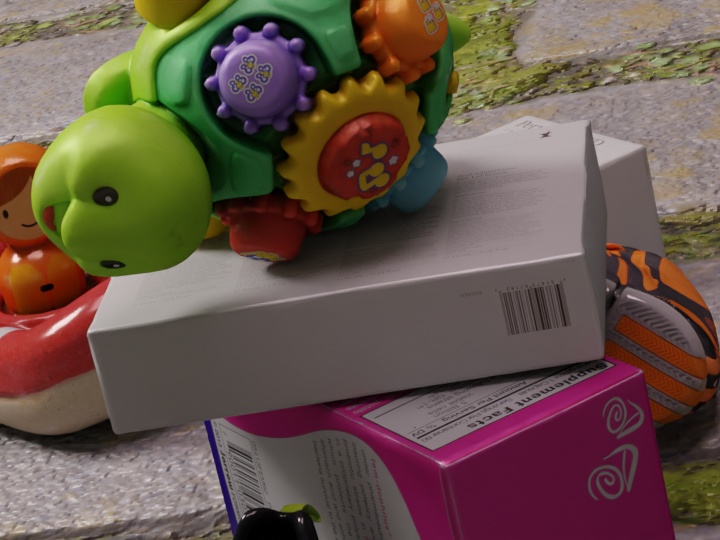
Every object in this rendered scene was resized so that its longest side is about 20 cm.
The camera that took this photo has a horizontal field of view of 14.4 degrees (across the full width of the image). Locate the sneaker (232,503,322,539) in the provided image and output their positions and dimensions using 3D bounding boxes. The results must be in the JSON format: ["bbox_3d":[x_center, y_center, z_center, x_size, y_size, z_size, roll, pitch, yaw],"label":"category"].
[{"bbox_3d":[-0.063,0.152,1.060,0.072,0.083,0.200,-3,24,24],"label":"sneaker"}]

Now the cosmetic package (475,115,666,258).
[{"bbox_3d":[0.041,-0.005,1.405,0.200,0.071,0.101,-25,24,-29],"label":"cosmetic package"}]

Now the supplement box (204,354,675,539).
[{"bbox_3d":[0.027,0.079,1.166,0.103,0.101,0.200,-23,24,-25],"label":"supplement box"}]

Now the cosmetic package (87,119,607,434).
[{"bbox_3d":[0.000,0.000,1.168,0.200,0.052,0.151,-9,24,10],"label":"cosmetic package"}]

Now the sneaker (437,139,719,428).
[{"bbox_3d":[0.076,0.003,1.294,0.200,0.078,0.112,37,13,10],"label":"sneaker"}]

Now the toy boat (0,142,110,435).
[{"bbox_3d":[-0.159,-0.001,1.426,0.130,0.131,0.200,-30,27,-36],"label":"toy boat"}]

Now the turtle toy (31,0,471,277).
[{"bbox_3d":[-0.040,-0.060,1.115,0.200,0.146,0.101,-22,45,-20],"label":"turtle toy"}]
